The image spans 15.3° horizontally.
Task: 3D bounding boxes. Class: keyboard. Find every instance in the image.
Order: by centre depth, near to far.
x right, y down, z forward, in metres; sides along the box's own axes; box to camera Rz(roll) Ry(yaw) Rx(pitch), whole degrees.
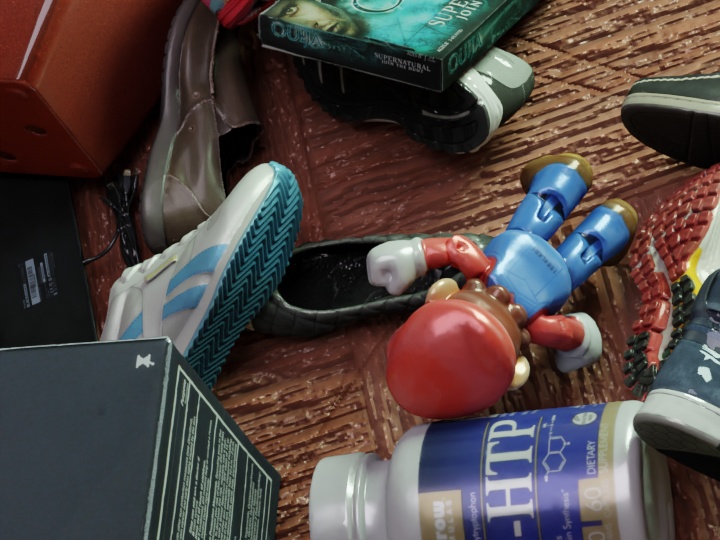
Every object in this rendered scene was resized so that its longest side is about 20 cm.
[{"bbox_3d":[-0.195,0.002,1.801,0.126,0.021,0.201,-22,58,13],"label":"keyboard"}]

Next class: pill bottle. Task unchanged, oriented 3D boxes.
[{"bbox_3d":[0.077,0.145,1.569,0.199,0.120,0.120,-7,60,15],"label":"pill bottle"}]

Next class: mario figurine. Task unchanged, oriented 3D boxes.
[{"bbox_3d":[0.077,0.018,1.618,0.123,0.106,0.200,25,50,27],"label":"mario figurine"}]

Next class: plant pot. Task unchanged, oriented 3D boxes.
[{"bbox_3d":[-0.234,-0.173,1.805,0.199,0.200,0.177,5,66,21],"label":"plant pot"}]

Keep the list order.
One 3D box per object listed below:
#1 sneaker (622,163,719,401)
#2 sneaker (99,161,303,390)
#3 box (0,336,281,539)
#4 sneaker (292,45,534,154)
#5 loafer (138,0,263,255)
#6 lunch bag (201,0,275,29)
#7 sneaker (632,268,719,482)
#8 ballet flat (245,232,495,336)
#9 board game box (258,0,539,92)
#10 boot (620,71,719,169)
[{"bbox_3d":[0.211,0.017,1.627,0.078,0.082,0.201,-33,32,43],"label":"sneaker"},{"bbox_3d":[-0.110,0.013,1.697,0.081,0.076,0.201,35,95,26],"label":"sneaker"},{"bbox_3d":[-0.142,0.172,1.582,0.122,0.199,0.201,-4,61,17],"label":"box"},{"bbox_3d":[0.029,-0.136,1.778,0.199,0.074,0.079,26,42,35],"label":"sneaker"},{"bbox_3d":[-0.097,-0.100,1.800,0.070,0.073,0.201,4,68,9],"label":"loafer"},{"bbox_3d":[-0.035,-0.251,1.743,0.082,0.176,0.200,46,112,1],"label":"lunch bag"},{"bbox_3d":[0.269,0.073,1.524,0.202,0.077,0.147,32,67,-11],"label":"sneaker"},{"bbox_3d":[0.000,0.000,1.709,0.199,0.057,0.067,-8,63,19],"label":"ballet flat"},{"bbox_3d":[0.040,-0.184,1.754,0.134,0.028,0.200,15,36,24],"label":"board game box"},{"bbox_3d":[0.271,-0.141,1.685,0.199,0.073,0.152,3,65,16],"label":"boot"}]
